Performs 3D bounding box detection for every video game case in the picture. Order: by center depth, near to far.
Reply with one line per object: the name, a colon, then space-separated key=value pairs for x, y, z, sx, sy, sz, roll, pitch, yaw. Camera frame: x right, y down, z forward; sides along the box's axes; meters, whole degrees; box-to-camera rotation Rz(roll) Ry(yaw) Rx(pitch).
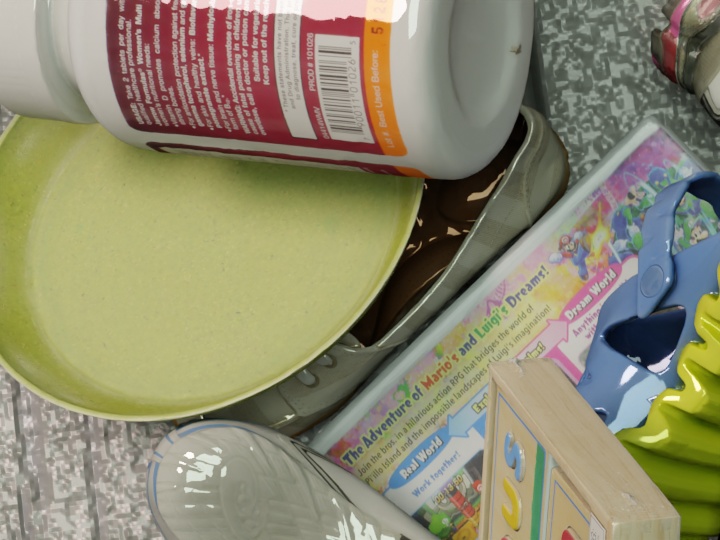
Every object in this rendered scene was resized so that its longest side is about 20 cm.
video game case: x=0.107 y=0.071 z=1.060 sx=0.200 sy=0.024 sz=0.182 roll=-44 pitch=78 yaw=9

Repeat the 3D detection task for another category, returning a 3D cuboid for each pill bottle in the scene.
pill bottle: x=-0.043 y=-0.097 z=1.030 sx=0.200 sy=0.110 sz=0.110 roll=7 pitch=80 yaw=25

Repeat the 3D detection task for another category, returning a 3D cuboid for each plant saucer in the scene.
plant saucer: x=-0.064 y=-0.022 z=1.079 sx=0.200 sy=0.031 sz=0.200 roll=-11 pitch=57 yaw=17

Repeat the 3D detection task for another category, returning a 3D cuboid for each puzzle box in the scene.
puzzle box: x=0.070 y=0.146 z=0.940 sx=0.025 sy=0.133 sz=0.200 roll=-4 pitch=112 yaw=-15

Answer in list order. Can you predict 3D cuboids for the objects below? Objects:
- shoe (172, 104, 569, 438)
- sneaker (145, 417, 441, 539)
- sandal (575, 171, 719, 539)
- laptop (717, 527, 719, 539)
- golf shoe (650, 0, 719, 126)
shoe: x=0.000 y=0.000 z=1.087 sx=0.200 sy=0.053 sz=0.070 roll=-41 pitch=79 yaw=-3
sneaker: x=0.003 y=0.124 z=1.040 sx=0.200 sy=0.072 sz=0.072 roll=38 pitch=92 yaw=-6
sandal: x=0.116 y=0.041 z=1.018 sx=0.200 sy=0.079 sz=0.087 roll=-54 pitch=39 yaw=14
laptop: x=0.240 y=0.116 z=0.974 sx=0.200 sy=0.103 sz=0.177 roll=2 pitch=117 yaw=-11
golf shoe: x=0.216 y=-0.128 z=1.074 sx=0.200 sy=0.073 sz=0.092 roll=-46 pitch=60 yaw=2
